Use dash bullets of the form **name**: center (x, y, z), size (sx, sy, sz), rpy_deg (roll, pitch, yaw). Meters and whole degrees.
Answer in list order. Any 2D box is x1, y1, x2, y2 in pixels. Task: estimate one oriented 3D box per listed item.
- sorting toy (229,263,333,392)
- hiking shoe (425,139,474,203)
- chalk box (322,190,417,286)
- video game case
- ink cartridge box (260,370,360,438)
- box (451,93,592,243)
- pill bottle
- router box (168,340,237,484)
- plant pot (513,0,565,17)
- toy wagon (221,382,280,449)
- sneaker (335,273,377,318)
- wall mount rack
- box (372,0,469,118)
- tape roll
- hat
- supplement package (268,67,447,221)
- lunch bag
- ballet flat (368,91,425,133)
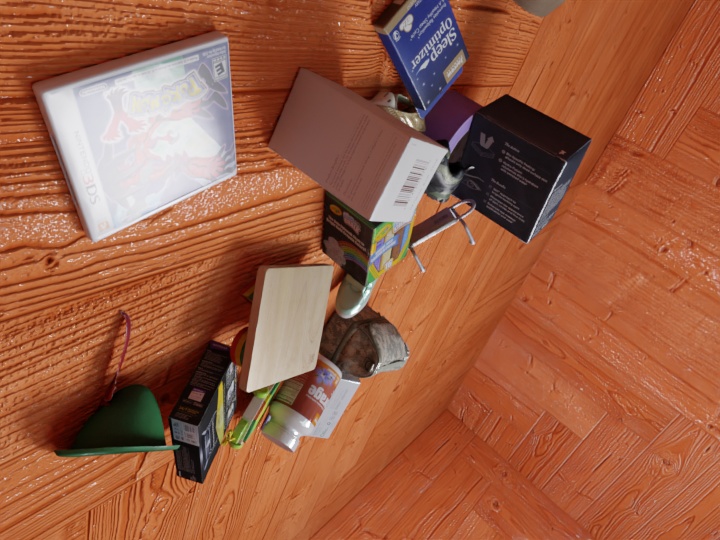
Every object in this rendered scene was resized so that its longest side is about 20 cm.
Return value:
- **sorting toy**: center (-0.142, 0.084, 0.919), size (0.198, 0.069, 0.203), rpy_deg (-4, 107, -61)
- **hiking shoe**: center (0.108, -0.205, 0.947), size (0.198, 0.076, 0.101), rpy_deg (23, 122, -32)
- **chalk box**: center (0.017, -0.098, 0.951), size (0.124, 0.124, 0.201), rpy_deg (-36, 153, -32)
- **video game case**: center (-0.223, -0.143, 0.574), size (0.199, 0.023, 0.183), rpy_deg (-36, 152, -34)
- **ink cartridge box**: center (-0.127, 0.329, 1.330), size (0.198, 0.043, 0.198), rpy_deg (18, 113, -29)
- **box**: center (0.307, -0.200, 1.039), size (0.117, 0.196, 0.201), rpy_deg (-35, 151, -34)
- **pill bottle**: center (-0.132, 0.290, 1.174), size (0.201, 0.111, 0.113), rpy_deg (-59, 161, -26)
- **router box**: center (-0.266, 0.246, 0.915), size (0.158, 0.052, 0.202), rpy_deg (-72, 177, -47)
- **plant pot**: center (0.322, -0.525, 0.866), size (0.199, 0.201, 0.175), rpy_deg (-27, 163, -44)
- **toy wagon**: center (-0.224, 0.296, 1.087), size (0.156, 0.039, 0.200), rpy_deg (-63, 179, 21)
- **sneaker**: center (0.000, 0.000, 1.113), size (0.202, 0.073, 0.118), rpy_deg (-59, 164, -10)
- **wall mount rack**: center (0.153, -0.077, 1.100), size (0.198, 0.174, 0.075), rpy_deg (-29, 115, 8)
- **box**: center (0.106, -0.343, 0.824), size (0.122, 0.032, 0.200), rpy_deg (-51, 142, -5)
- **tape roll**: center (0.179, -0.253, 1.080), size (0.200, 0.085, 0.201), rpy_deg (-40, 154, -24)
- **hat**: center (-0.347, 0.179, 0.790), size (0.198, 0.179, 0.165), rpy_deg (-15, 159, 31)
- **supplement package**: center (-0.006, -0.167, 0.717), size (0.117, 0.199, 0.118), rpy_deg (-8, 132, -57)
- **lunch bag**: center (0.016, 0.183, 1.285), size (0.140, 0.167, 0.199), rpy_deg (-57, 156, 13)
- **ballet flat**: center (0.047, -0.260, 0.876), size (0.199, 0.070, 0.066), rpy_deg (-16, 111, -58)
